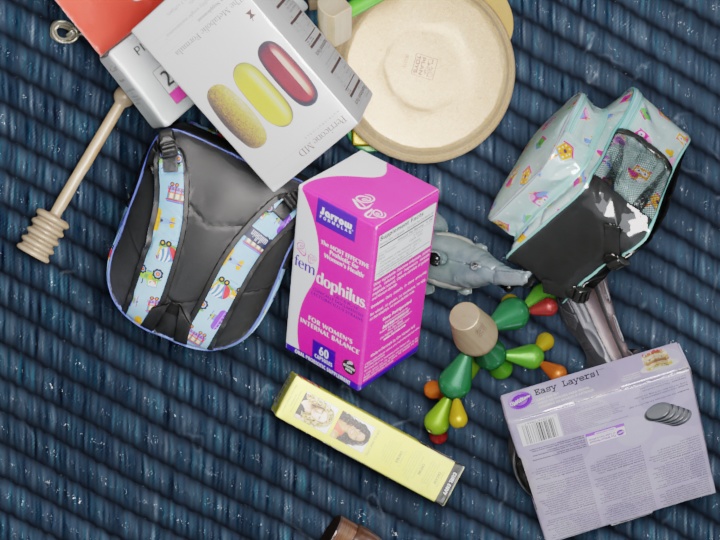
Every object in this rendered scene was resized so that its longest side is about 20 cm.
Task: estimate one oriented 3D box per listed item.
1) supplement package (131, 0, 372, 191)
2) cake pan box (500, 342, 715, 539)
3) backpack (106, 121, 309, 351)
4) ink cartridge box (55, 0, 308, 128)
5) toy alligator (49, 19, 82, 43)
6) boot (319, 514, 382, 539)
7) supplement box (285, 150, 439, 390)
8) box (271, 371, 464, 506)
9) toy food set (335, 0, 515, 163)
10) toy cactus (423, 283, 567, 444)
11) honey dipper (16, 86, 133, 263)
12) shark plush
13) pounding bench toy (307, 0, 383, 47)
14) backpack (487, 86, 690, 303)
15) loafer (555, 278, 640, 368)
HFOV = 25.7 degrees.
[{"bbox_3d":[-0.097,-0.194,1.481,0.114,0.110,0.200,-38,101,20],"label":"supplement package"},{"bbox_3d":[0.253,0.181,1.621,0.200,0.052,0.184,-19,124,5],"label":"cake pan box"},{"bbox_3d":[-0.154,-0.030,1.583,0.182,0.135,0.200,22,99,-5],"label":"backpack"},{"bbox_3d":[-0.178,-0.269,1.559,0.200,0.044,0.174,-43,107,-18],"label":"ink cartridge box"},{"bbox_3d":[-0.219,-0.253,1.608,0.199,0.054,0.059,-7,92,-6],"label":"toy alligator"},{"bbox_3d":[0.019,0.379,1.656,0.200,0.064,0.187,31,91,-11],"label":"boot"},{"bbox_3d":[0.000,0.000,1.555,0.101,0.103,0.200,28,129,29],"label":"supplement box"},{"bbox_3d":[0.006,0.174,1.638,0.200,0.075,0.050,28,87,-5],"label":"box"},{"bbox_3d":[0.063,-0.212,1.642,0.197,0.049,0.201,0,92,-6],"label":"toy food set"},{"bbox_3d":[0.129,0.086,1.607,0.200,0.165,0.102,-40,59,-2],"label":"toy cactus"},{"bbox_3d":[-0.288,-0.103,1.619,0.038,0.038,0.200,29,85,-6],"label":"honey dipper"},{"bbox_3d":[0.086,0.000,1.595,0.083,0.200,0.091,15,102,-51],"label":"shark plush"},{"bbox_3d":[0.022,-0.320,1.560,0.156,0.124,0.200,-8,67,-6],"label":"pounding bench toy"},{"bbox_3d":[0.236,-0.090,1.592,0.153,0.176,0.200,42,51,2],"label":"backpack"},{"bbox_3d":[0.269,0.083,1.664,0.063,0.072,0.200,-29,96,-12],"label":"loafer"}]
